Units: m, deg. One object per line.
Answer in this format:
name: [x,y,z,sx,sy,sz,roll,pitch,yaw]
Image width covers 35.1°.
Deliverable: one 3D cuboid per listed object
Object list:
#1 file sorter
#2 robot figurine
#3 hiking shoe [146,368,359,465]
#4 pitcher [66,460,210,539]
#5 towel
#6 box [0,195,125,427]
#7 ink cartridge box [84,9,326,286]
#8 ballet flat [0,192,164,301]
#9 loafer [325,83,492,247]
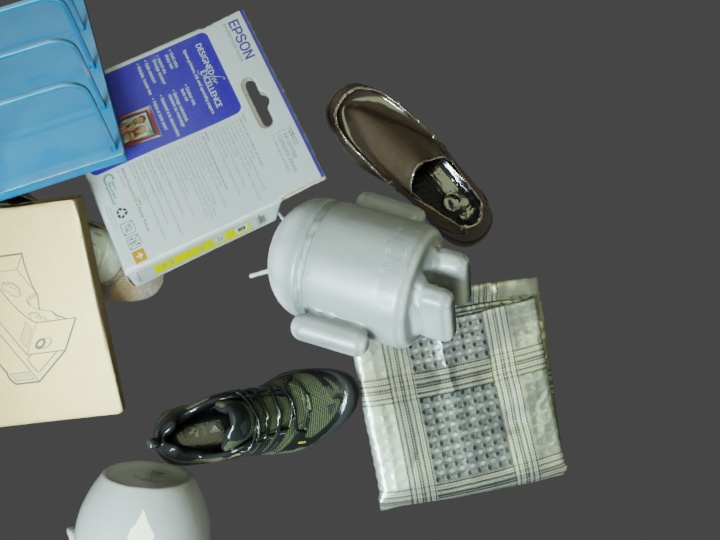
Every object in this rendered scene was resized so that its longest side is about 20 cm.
file sorter: [-0.306,-0.187,1.000,0.137,0.123,0.202,-18,65,-4]
robot figurine: [0.000,0.000,1.033,0.198,0.114,0.171,15,54,18]
hiking shoe: [-0.094,0.140,1.038,0.198,0.101,0.077,-17,89,-4]
pitcher: [-0.221,0.276,1.024,0.169,0.121,0.203,8,97,12]
towel: [0.094,0.113,1.085,0.190,0.035,0.203,-9,87,-4]
box: [-0.308,0.040,1.028,0.161,0.021,0.203,-7,103,8]
ink cartridge box: [-0.158,-0.116,1.054,0.198,0.047,0.199,-24,71,-7]
ballet flat: [-0.278,-0.025,1.052,0.198,0.067,0.069,22,85,-3]
loafer: [0.052,-0.106,1.076,0.199,0.071,0.073,40,85,-1]
